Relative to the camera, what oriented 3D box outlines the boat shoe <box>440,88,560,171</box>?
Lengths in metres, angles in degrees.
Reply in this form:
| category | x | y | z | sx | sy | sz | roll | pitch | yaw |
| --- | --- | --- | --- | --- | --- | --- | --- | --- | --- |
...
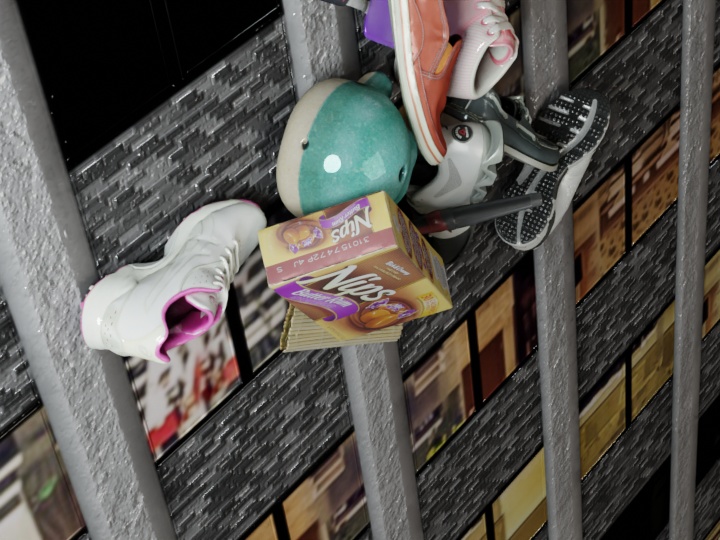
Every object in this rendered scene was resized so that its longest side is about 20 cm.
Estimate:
| category | x | y | z | sx | sy | sz | roll | pitch | yaw |
| --- | --- | --- | --- | --- | --- | --- | --- | --- | --- |
| boat shoe | 0.154 | -0.149 | 1.591 | 0.200 | 0.073 | 0.062 | 14 | 102 | -52 |

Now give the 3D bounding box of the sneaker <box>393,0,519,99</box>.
| category | x | y | z | sx | sy | sz | roll | pitch | yaw |
| --- | --- | --- | --- | --- | --- | --- | --- | --- | --- |
| sneaker | 0.114 | -0.250 | 1.437 | 0.075 | 0.105 | 0.201 | 20 | 92 | -56 |

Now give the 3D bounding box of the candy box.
| category | x | y | z | sx | sy | sz | roll | pitch | yaw |
| --- | --- | --- | --- | --- | --- | --- | --- | --- | --- |
| candy box | 0.000 | 0.000 | 1.364 | 0.200 | 0.116 | 0.057 | 43 | 31 | -68 |

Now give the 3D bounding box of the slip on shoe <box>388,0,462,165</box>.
| category | x | y | z | sx | sy | sz | roll | pitch | yaw |
| --- | --- | --- | --- | --- | --- | --- | --- | --- | --- |
| slip on shoe | 0.061 | -0.188 | 1.365 | 0.074 | 0.061 | 0.200 | -100 | -178 | -68 |

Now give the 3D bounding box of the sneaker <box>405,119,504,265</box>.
| category | x | y | z | sx | sy | sz | roll | pitch | yaw |
| --- | --- | --- | --- | --- | --- | --- | --- | --- | --- |
| sneaker | 0.075 | -0.079 | 1.532 | 0.088 | 0.074 | 0.200 | 0 | 143 | -11 |

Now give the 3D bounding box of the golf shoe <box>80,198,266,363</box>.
| category | x | y | z | sx | sy | sz | roll | pitch | yaw |
| --- | --- | --- | --- | --- | --- | --- | --- | --- | --- |
| golf shoe | -0.132 | 0.012 | 1.262 | 0.200 | 0.091 | 0.075 | -41 | 140 | -36 |

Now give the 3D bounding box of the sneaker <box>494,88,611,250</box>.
| category | x | y | z | sx | sy | sz | roll | pitch | yaw |
| --- | --- | --- | --- | --- | --- | --- | --- | --- | --- |
| sneaker | 0.212 | -0.111 | 1.716 | 0.200 | 0.074 | 0.080 | -58 | 162 | -5 |

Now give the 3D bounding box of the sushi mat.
| category | x | y | z | sx | sy | sz | roll | pitch | yaw |
| --- | --- | --- | --- | --- | --- | --- | --- | --- | --- |
| sushi mat | -0.006 | 0.030 | 1.529 | 0.200 | 0.012 | 0.096 | -2 | 112 | -55 |

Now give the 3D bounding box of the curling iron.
| category | x | y | z | sx | sy | sz | roll | pitch | yaw |
| --- | --- | --- | --- | --- | --- | --- | --- | --- | --- |
| curling iron | 0.080 | -0.038 | 1.489 | 0.200 | 0.050 | 0.026 | -20 | 172 | -7 |

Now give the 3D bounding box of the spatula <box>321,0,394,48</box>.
| category | x | y | z | sx | sy | sz | roll | pitch | yaw |
| --- | --- | --- | --- | --- | --- | --- | --- | --- | --- |
| spatula | -0.008 | -0.235 | 1.345 | 0.200 | 0.021 | 0.057 | 8 | 98 | -56 |

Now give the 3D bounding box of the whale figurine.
| category | x | y | z | sx | sy | sz | roll | pitch | yaw |
| --- | --- | --- | --- | --- | --- | --- | --- | --- | --- |
| whale figurine | 0.010 | -0.095 | 1.383 | 0.200 | 0.104 | 0.159 | 10 | 98 | -63 |
